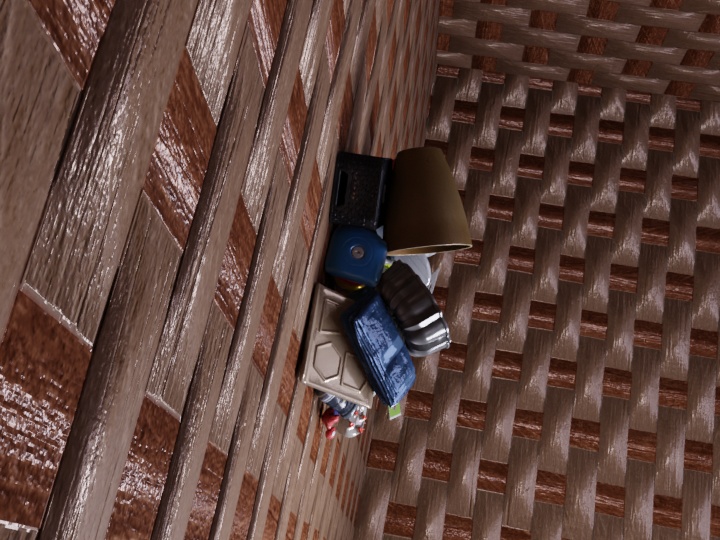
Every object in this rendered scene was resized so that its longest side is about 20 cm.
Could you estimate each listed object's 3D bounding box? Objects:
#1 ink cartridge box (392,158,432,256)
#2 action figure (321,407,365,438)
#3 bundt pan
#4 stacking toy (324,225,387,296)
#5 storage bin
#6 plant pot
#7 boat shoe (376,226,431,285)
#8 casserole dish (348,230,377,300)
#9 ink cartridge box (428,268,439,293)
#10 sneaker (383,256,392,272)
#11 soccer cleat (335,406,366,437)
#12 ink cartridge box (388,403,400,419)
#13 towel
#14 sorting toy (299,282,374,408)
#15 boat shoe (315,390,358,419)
[{"bbox_3d":[0.106,-0.137,1.961,0.201,0.143,0.146,57,-17,28],"label":"ink cartridge box"},{"bbox_3d":[-0.032,0.285,1.900,0.065,0.097,0.204,164,-59,-67],"label":"action figure"},{"bbox_3d":[0.091,0.085,1.645,0.203,0.075,0.203,54,-14,20],"label":"bundt pan"},{"bbox_3d":[-0.020,0.005,1.694,0.201,0.114,0.111,111,-6,-64],"label":"stacking toy"},{"bbox_3d":[0.005,-0.159,1.653,0.200,0.092,0.138,-39,138,-80],"label":"storage bin"},{"bbox_3d":[0.127,-0.140,1.691,0.186,0.182,0.204,34,52,-83],"label":"plant pot"},{"bbox_3d":[0.091,-0.055,1.813,0.202,0.071,0.071,58,14,-11],"label":"boat shoe"},{"bbox_3d":[0.000,0.000,1.778,0.121,0.038,0.204,-16,-103,61],"label":"casserole dish"},{"bbox_3d":[0.094,0.059,1.993,0.199,0.067,0.116,-39,-159,45],"label":"ink cartridge box"},{"bbox_3d":[0.026,0.020,1.820,0.075,0.105,0.203,14,47,-46],"label":"sneaker"},{"bbox_3d":[0.000,0.270,1.841,0.077,0.069,0.202,-10,-131,55],"label":"soccer cleat"},{"bbox_3d":[0.025,0.204,1.715,0.148,0.074,0.204,28,53,-78],"label":"ink cartridge box"},{"bbox_3d":[0.041,0.145,1.580,0.112,0.048,0.202,-43,113,-45],"label":"towel"},{"bbox_3d":[-0.035,0.143,1.559,0.199,0.036,0.189,29,61,-41],"label":"sorting toy"},{"bbox_3d":[-0.030,0.218,1.797,0.091,0.070,0.202,46,44,-26],"label":"boat shoe"}]
